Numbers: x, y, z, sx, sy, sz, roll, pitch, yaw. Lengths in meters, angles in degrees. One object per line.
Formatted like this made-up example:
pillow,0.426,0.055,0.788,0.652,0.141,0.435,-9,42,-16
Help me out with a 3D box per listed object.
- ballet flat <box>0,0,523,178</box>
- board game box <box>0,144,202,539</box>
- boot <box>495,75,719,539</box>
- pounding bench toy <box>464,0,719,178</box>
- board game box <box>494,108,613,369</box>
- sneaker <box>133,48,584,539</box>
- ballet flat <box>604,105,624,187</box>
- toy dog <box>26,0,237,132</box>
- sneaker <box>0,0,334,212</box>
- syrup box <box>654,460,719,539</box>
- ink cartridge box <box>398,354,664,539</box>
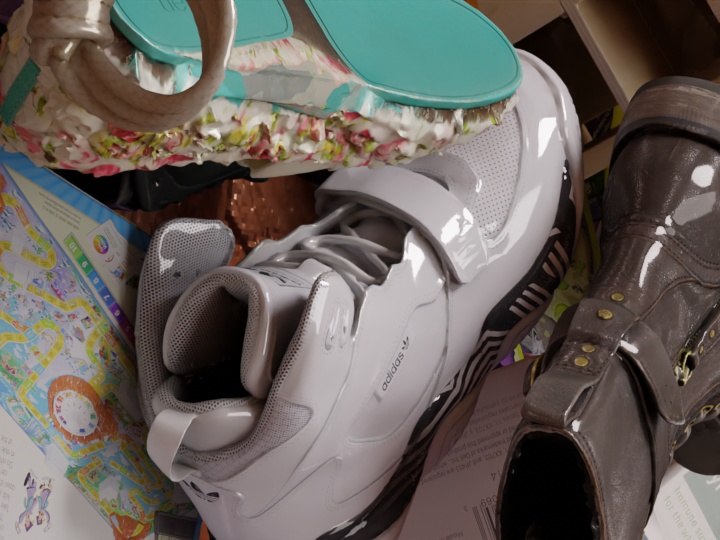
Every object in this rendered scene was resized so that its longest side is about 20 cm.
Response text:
ballet flat,-0.033,-0.057,0.854,0.200,0.064,0.076,3,51,-51
board game box,-0.102,0.043,0.872,0.200,0.034,0.135,37,60,-62
boot,0.087,0.053,0.969,0.200,0.069,0.174,75,31,-47
pounding bench toy,0.092,-0.109,1.114,0.124,0.156,0.200,59,28,-1
board game box,0.072,-0.029,1.181,0.120,0.032,0.200,45,43,-11
sneaker,0.000,0.000,0.925,0.200,0.075,0.115,-61,148,-14
ballet flat,0.152,-0.099,1.215,0.200,0.067,0.067,-46,145,-15
toy dog,-0.119,-0.112,0.720,0.096,0.132,0.201,-16,91,-77
sneaker,-0.062,-0.054,0.927,0.088,0.076,0.200,-64,148,-8
syrup box,0.114,0.102,1.179,0.200,0.081,0.079,-37,116,-20
ink cartridge box,0.058,0.141,1.055,0.067,0.117,0.200,1,69,-67
